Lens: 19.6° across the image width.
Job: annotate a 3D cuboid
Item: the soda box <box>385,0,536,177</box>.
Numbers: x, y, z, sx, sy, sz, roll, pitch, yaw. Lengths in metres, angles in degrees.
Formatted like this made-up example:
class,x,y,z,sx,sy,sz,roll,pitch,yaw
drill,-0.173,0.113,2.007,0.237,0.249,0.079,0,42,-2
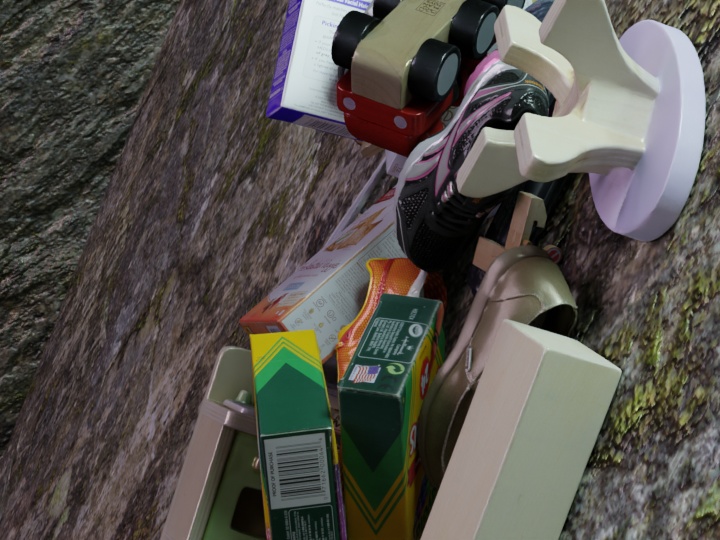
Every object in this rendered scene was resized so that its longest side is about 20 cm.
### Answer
class,x,y,z,sx,sy,sz,roll,pitch,yaw
soda box,0.089,-0.168,1.833,0.068,0.064,0.200,-92,24,-51

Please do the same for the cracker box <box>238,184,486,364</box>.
class,x,y,z,sx,sy,sz,roll,pitch,yaw
cracker box,0.000,0.000,1.786,0.200,0.058,0.134,-40,10,-15

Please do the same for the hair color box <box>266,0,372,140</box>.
class,x,y,z,sx,sy,sz,roll,pitch,yaw
hair color box,-0.010,-0.225,1.894,0.065,0.109,0.200,166,117,-74

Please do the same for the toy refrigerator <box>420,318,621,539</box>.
class,x,y,z,sx,sy,sz,roll,pitch,yaw
toy refrigerator,0.106,0.143,1.431,0.076,0.070,0.200,35,107,66

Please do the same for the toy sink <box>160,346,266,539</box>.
class,x,y,z,sx,sy,sz,roll,pitch,yaw
toy sink,-0.087,0.183,1.925,0.112,0.130,0.200,-173,102,-74

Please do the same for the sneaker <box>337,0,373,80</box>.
class,x,y,z,sx,sy,sz,roll,pitch,yaw
sneaker,0.047,-0.248,1.829,0.200,0.075,0.116,-52,22,26

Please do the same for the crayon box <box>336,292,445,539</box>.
class,x,y,z,sx,sy,sz,roll,pitch,yaw
crayon box,0.027,0.135,1.577,0.127,0.051,0.200,-63,-24,-52

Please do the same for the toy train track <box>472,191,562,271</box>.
class,x,y,z,sx,sy,sz,roll,pitch,yaw
toy train track,0.114,0.041,1.589,0.115,0.032,0.200,-145,67,-65

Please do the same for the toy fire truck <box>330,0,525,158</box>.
class,x,y,z,sx,sy,sz,roll,pitch,yaw
toy fire truck,0.041,-0.148,1.719,0.176,0.128,0.200,-49,-29,-40

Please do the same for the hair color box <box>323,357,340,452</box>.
class,x,y,z,sx,sy,sz,roll,pitch,yaw
hair color box,-0.017,0.127,1.802,0.200,0.099,0.061,-134,63,-72

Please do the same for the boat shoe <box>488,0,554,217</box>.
class,x,y,z,sx,sy,sz,roll,pitch,yaw
boat shoe,0.122,-0.128,1.688,0.200,0.071,0.091,-55,15,40

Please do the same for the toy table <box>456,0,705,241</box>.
class,x,y,z,sx,sy,sz,roll,pitch,yaw
toy table,0.156,-0.112,1.452,0.200,0.117,0.184,-105,36,-61

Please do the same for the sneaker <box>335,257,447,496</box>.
class,x,y,z,sx,sy,sz,roll,pitch,yaw
sneaker,0.012,0.087,1.686,0.077,0.073,0.200,9,75,31

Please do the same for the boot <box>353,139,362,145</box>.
class,x,y,z,sx,sy,sz,roll,pitch,yaw
boot,0.022,-0.167,2.055,0.166,0.072,0.200,117,174,-58

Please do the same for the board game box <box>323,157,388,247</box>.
class,x,y,z,sx,sy,sz,roll,pitch,yaw
board game box,-0.020,-0.019,1.993,0.200,0.026,0.200,-53,4,49

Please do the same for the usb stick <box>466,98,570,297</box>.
class,x,y,z,sx,sy,sz,roll,pitch,yaw
usb stick,0.136,-0.062,1.617,0.200,0.033,0.055,-64,24,26

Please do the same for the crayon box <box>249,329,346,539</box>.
class,x,y,z,sx,sy,sz,roll,pitch,yaw
crayon box,-0.047,0.171,1.595,0.173,0.058,0.200,-106,11,-66

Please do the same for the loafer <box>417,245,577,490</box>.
class,x,y,z,sx,sy,sz,roll,pitch,yaw
loafer,0.099,0.081,1.499,0.067,0.076,0.200,44,125,52

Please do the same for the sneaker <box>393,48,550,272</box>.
class,x,y,z,sx,sy,sz,roll,pitch,yaw
sneaker,0.084,-0.074,1.600,0.086,0.080,0.200,-93,23,-55
